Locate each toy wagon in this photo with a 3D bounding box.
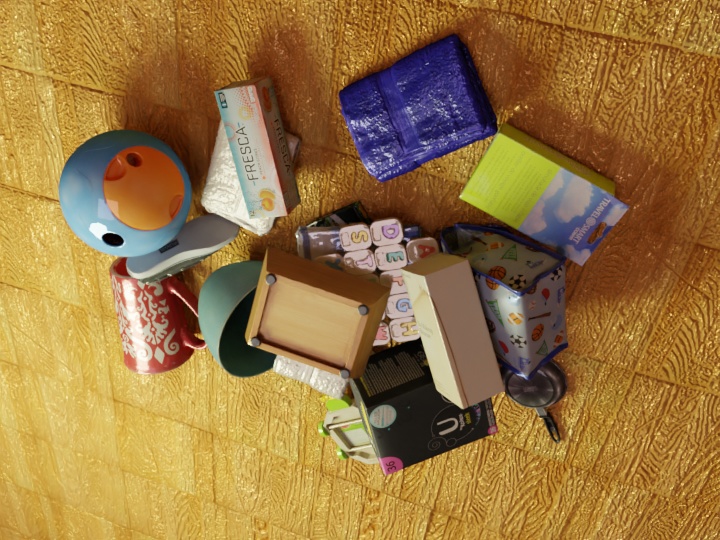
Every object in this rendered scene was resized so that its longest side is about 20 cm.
[{"bbox_3d":[-0.005,0.293,1.405,0.155,0.040,0.200,-19,118,31],"label":"toy wagon"}]

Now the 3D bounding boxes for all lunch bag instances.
[{"bbox_3d":[0.202,0.033,1.092,0.200,0.124,0.170,27,139,45],"label":"lunch bag"}]

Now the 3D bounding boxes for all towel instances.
[{"bbox_3d":[-0.054,0.108,1.229,0.132,0.034,0.200,23,106,5],"label":"towel"},{"bbox_3d":[-0.180,-0.153,1.180,0.132,0.034,0.200,25,128,3],"label":"towel"},{"bbox_3d":[0.073,-0.216,1.011,0.200,0.050,0.148,-19,104,31],"label":"towel"},{"bbox_3d":[0.000,0.000,1.161,0.200,0.024,0.147,-1,103,8],"label":"towel"}]

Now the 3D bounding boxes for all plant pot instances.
[{"bbox_3d":[-0.197,0.063,1.256,0.135,0.200,0.200,34,135,34],"label":"plant pot"}]

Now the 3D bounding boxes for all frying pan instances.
[{"bbox_3d":[0.289,0.221,1.254,0.115,0.031,0.190,9,123,18],"label":"frying pan"}]

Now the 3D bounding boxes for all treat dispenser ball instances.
[{"bbox_3d":[-0.371,-0.122,1.172,0.201,0.201,0.201,11,126,15],"label":"treat dispenser ball"}]

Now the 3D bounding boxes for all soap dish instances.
[{"bbox_3d":[-0.071,0.071,1.125,0.200,0.081,0.157,19,110,3],"label":"soap dish"}]

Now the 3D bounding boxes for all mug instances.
[{"bbox_3d":[-0.370,0.069,1.371,0.177,0.133,0.200,-11,120,-12],"label":"mug"}]

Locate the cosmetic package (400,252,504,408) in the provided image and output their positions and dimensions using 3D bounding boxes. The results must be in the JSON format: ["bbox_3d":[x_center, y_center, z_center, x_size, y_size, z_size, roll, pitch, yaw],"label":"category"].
[{"bbox_3d":[0.130,0.083,1.051,0.073,0.104,0.200,-21,101,-13],"label":"cosmetic package"}]

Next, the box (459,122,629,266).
[{"bbox_3d":[0.255,-0.105,1.027,0.200,0.048,0.122,30,129,1],"label":"box"}]

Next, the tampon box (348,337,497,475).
[{"bbox_3d":[0.098,0.209,1.201,0.200,0.126,0.150,-20,120,-7],"label":"tampon box"}]

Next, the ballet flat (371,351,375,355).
[{"bbox_3d":[0.064,0.218,1.338,0.200,0.057,0.066,53,153,-11],"label":"ballet flat"}]

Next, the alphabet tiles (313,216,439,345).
[{"bbox_3d":[0.031,0.020,1.142,0.195,0.015,0.200,-9,106,9],"label":"alphabet tiles"}]

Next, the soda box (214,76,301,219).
[{"bbox_3d":[-0.149,-0.179,1.093,0.068,0.064,0.200,-4,113,19],"label":"soda box"}]

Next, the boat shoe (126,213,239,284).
[{"bbox_3d":[-0.298,-0.036,1.256,0.200,0.069,0.057,-23,152,-5],"label":"boat shoe"}]

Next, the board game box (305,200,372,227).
[{"bbox_3d":[0.003,-0.012,1.210,0.105,0.023,0.200,-20,113,29],"label":"board game box"}]
